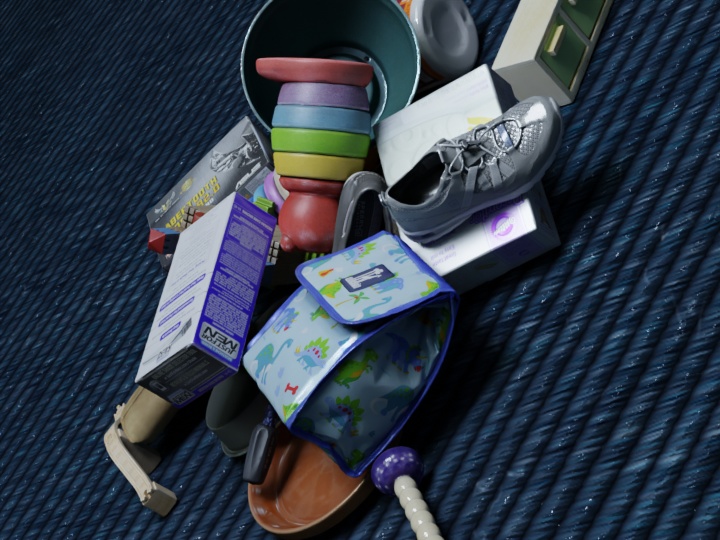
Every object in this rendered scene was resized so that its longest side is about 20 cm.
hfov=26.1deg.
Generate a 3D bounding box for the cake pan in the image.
[{"bbox_3d":[-0.102,0.107,1.681,0.200,0.037,0.201,-47,20,22],"label":"cake pan"}]

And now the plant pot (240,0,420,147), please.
[{"bbox_3d":[-0.028,-0.218,1.760,0.201,0.200,0.134,-50,-8,-3],"label":"plant pot"}]

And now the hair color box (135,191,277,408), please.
[{"bbox_3d":[-0.157,0.030,1.598,0.109,0.065,0.201,-33,32,43],"label":"hair color box"}]

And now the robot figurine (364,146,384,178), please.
[{"bbox_3d":[0.004,-0.098,1.759,0.144,0.058,0.200,-20,23,40],"label":"robot figurine"}]

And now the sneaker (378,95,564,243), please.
[{"bbox_3d":[0.107,-0.099,1.485,0.200,0.082,0.075,-38,56,15],"label":"sneaker"}]

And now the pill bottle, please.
[{"bbox_3d":[0.035,-0.263,1.883,0.199,0.114,0.115,-16,43,42],"label":"pill bottle"}]

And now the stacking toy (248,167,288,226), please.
[{"bbox_3d":[-0.129,-0.045,1.903,0.200,0.085,0.086,-42,30,26],"label":"stacking toy"}]

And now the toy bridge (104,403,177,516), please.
[{"bbox_3d":[-0.262,0.207,1.786,0.027,0.067,0.200,-50,30,9],"label":"toy bridge"}]

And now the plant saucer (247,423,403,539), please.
[{"bbox_3d":[-0.031,0.180,1.552,0.200,0.032,0.201,-34,33,26],"label":"plant saucer"}]

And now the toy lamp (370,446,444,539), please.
[{"bbox_3d":[0.060,0.229,1.356,0.058,0.058,0.200,-43,30,10],"label":"toy lamp"}]

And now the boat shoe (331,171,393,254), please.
[{"bbox_3d":[0.000,0.000,1.585,0.057,0.066,0.202,-116,28,-74],"label":"boat shoe"}]

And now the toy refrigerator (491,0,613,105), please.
[{"bbox_3d":[0.221,-0.278,1.698,0.070,0.076,0.201,-8,48,48],"label":"toy refrigerator"}]

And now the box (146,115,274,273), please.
[{"bbox_3d":[-0.190,-0.094,2.053,0.200,0.048,0.159,-43,31,10],"label":"box"}]

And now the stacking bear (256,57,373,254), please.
[{"bbox_3d":[-0.045,-0.117,1.626,0.113,0.121,0.202,11,98,61],"label":"stacking bear"}]

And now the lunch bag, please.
[{"bbox_3d":[-0.003,0.066,1.486,0.200,0.127,0.170,-48,30,2],"label":"lunch bag"}]

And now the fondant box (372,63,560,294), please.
[{"bbox_3d":[0.104,-0.088,1.570,0.144,0.058,0.201,-27,61,23],"label":"fondant box"}]

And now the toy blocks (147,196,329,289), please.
[{"bbox_3d":[-0.150,-0.029,1.788,0.199,0.136,0.101,21,105,33],"label":"toy blocks"}]

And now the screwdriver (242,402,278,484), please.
[{"bbox_3d":[-0.087,0.119,1.579,0.028,0.029,0.202,172,110,-68],"label":"screwdriver"}]

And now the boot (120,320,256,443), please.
[{"bbox_3d":[-0.198,0.121,1.747,0.200,0.066,0.175,-51,10,15],"label":"boot"}]

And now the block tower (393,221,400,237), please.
[{"bbox_3d":[0.044,-0.036,1.661,0.200,0.058,0.054,-42,56,15],"label":"block tower"}]
